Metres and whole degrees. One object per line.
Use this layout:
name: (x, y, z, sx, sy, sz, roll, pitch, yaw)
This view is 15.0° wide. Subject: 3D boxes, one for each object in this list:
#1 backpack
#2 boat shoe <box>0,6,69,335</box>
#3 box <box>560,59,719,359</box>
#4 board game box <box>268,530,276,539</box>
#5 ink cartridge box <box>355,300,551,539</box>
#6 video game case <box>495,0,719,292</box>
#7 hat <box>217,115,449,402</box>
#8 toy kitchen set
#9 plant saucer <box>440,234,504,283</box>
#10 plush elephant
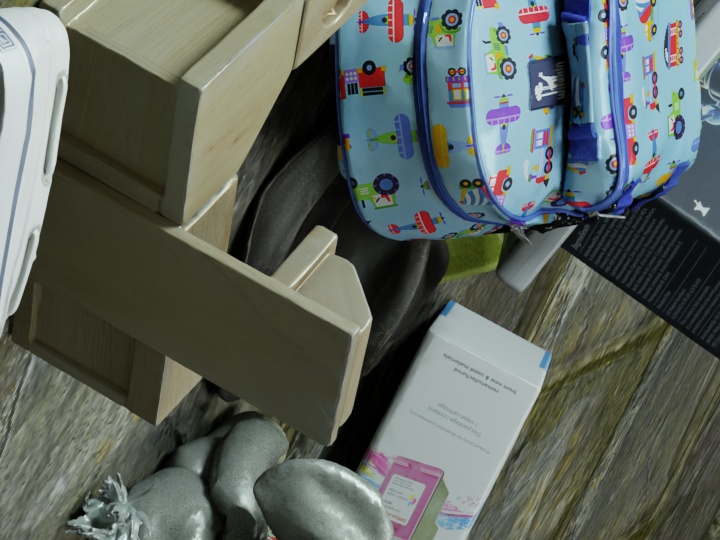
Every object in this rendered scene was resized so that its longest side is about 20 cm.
backpack: (0.073, -0.102, 1.386, 0.200, 0.134, 0.183, -16, 107, -57)
boat shoe: (-0.150, -0.005, 1.026, 0.065, 0.074, 0.200, -24, 142, -58)
box: (0.223, -0.060, 1.817, 0.148, 0.200, 0.107, -51, 172, -34)
board game box: (-0.094, 0.249, 1.711, 0.135, 0.029, 0.200, -32, 147, -58)
ink cartridge box: (0.043, 0.134, 1.788, 0.200, 0.085, 0.145, -62, 177, 10)
video game case: (0.150, -0.080, 1.571, 0.200, 0.022, 0.182, -51, -179, 9)
hat: (0.000, 0.000, 1.477, 0.201, 0.081, 0.201, -52, 161, -26)
toy kitchen set: (-0.029, -0.045, 1.164, 0.180, 0.163, 0.200, -47, 159, -40)
plant saucer: (0.097, -0.086, 1.640, 0.200, 0.048, 0.200, -55, 165, 18)
plush elephant: (-0.058, 0.170, 1.451, 0.165, 0.155, 0.200, -60, 164, -2)
